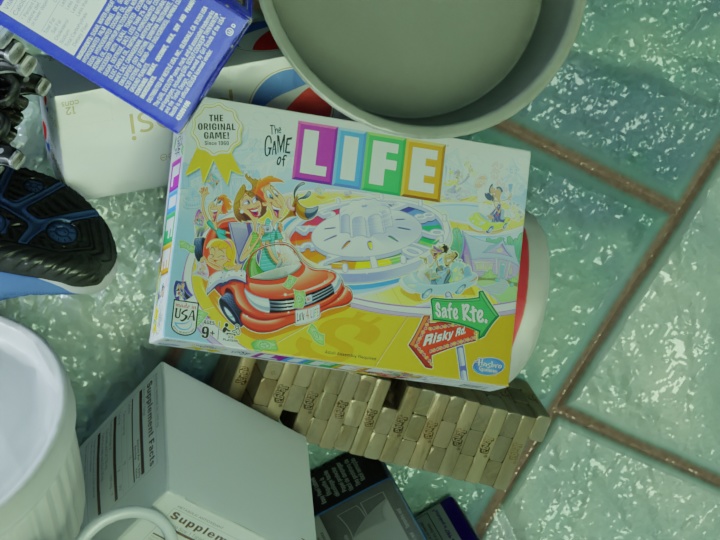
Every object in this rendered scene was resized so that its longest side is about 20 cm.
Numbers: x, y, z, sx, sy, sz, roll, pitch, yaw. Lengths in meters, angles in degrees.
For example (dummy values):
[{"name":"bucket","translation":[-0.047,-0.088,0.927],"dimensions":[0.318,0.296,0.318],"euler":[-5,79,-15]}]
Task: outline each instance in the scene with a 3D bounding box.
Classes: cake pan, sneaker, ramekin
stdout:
[{"name":"cake pan","translation":[0.029,-0.171,1.610],"dimensions":[0.199,0.037,0.202],"euler":[2,85,-20]},{"name":"sneaker","translation":[-0.226,-0.012,1.615],"dimensions":[0.199,0.076,0.077],"euler":[9,130,15]},{"name":"ramekin","translation":[-0.245,0.123,1.631],"dimensions":[0.201,0.203,0.095],"euler":[-23,131,-5]}]

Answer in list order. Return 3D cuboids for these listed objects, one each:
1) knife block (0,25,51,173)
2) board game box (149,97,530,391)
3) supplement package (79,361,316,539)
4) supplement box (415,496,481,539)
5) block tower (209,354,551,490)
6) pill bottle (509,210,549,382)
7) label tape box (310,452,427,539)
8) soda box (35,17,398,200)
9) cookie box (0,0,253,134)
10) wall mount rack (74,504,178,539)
[{"name":"knife block","translation":[-0.267,-0.102,1.508],"dimensions":[0.199,0.176,0.064],"euler":[24,62,-13]},{"name":"board game box","translation":[-0.010,-0.014,1.606],"dimensions":[0.199,0.034,0.135],"euler":[8,81,-16]},{"name":"supplement package","translation":[-0.129,0.171,1.702],"dimensions":[0.113,0.110,0.200],"euler":[30,121,-27]},{"name":"supplement box","translation":[0.007,0.249,1.816],"dimensions":[0.199,0.103,0.102],"euler":[-30,121,-2]},{"name":"block tower","translation":[0.013,0.080,1.764],"dimensions":[0.199,0.054,0.058],"euler":[13,111,-22]},{"name":"pill bottle","translation":[0.000,0.000,1.687],"dimensions":[0.199,0.111,0.111],"euler":[11,111,-21]},{"name":"label tape box","translation":[-0.050,0.204,1.752],"dimensions":[0.199,0.144,0.064],"euler":[-28,120,-2]},{"name":"soda box","translation":[-0.078,-0.097,1.644],"dimensions":[0.199,0.064,0.069],"euler":[-11,118,-12]},{"name":"cookie box","translation":[-0.157,-0.163,1.498],"dimensions":[0.199,0.171,0.075],"euler":[32,99,-8]},{"name":"wall mount rack","translation":[-0.134,0.237,1.603],"dimensions":[0.173,0.075,0.201],"euler":[25,104,-30]}]
